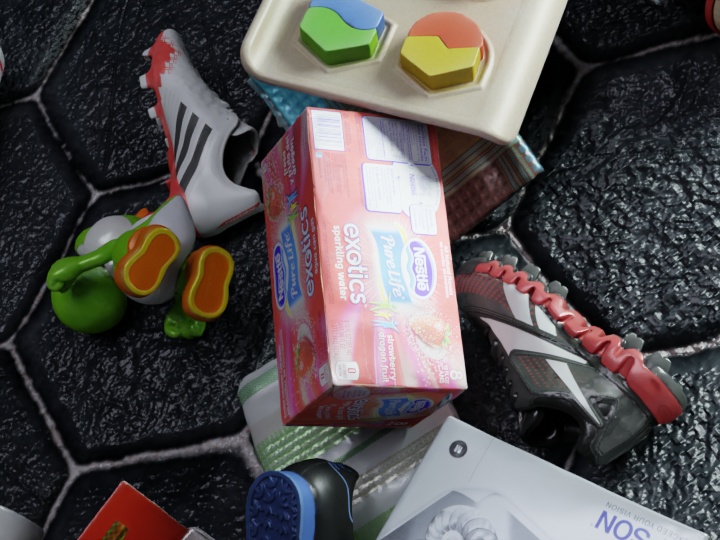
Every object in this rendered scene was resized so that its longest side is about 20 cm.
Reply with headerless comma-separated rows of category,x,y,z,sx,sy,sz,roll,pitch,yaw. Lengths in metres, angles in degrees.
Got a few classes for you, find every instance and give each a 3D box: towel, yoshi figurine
towel,0.004,0.126,1.261,0.149,0.031,0.200,-32,54,10
towel,0.022,-0.110,1.303,0.147,0.022,0.200,-39,83,25
yoshi figurine,-0.180,0.012,1.367,0.112,0.113,0.200,-24,14,-24

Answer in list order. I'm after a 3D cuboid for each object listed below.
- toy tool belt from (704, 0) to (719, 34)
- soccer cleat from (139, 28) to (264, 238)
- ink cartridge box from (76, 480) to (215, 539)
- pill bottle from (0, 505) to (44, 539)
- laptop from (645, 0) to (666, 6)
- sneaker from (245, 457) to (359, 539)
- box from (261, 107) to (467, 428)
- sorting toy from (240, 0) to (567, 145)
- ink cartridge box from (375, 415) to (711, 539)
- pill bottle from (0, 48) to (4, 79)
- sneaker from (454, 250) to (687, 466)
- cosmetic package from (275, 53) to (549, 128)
toy tool belt,0.343,-0.228,1.228,0.200,0.125,0.123,-50,44,-5
soccer cleat,-0.127,-0.117,1.450,0.085,0.069,0.200,-16,58,8
ink cartridge box,-0.159,0.257,1.171,0.044,0.174,0.200,31,79,37
pill bottle,-0.312,0.264,1.287,0.114,0.114,0.200,9,66,32
laptop,0.209,-0.279,1.344,0.187,0.116,0.200,-27,75,-26
sneaker,-0.040,0.223,1.181,0.070,0.078,0.201,19,105,37
box,0.000,0.000,1.212,0.095,0.102,0.201,137,131,-58
sorting toy,0.038,-0.190,1.238,0.199,0.037,0.185,17,63,10
ink cartridge box,0.093,0.219,1.129,0.199,0.041,0.200,22,75,27
pill bottle,-0.387,-0.119,1.557,0.108,0.109,0.201,-4,61,26
sneaker,0.121,0.062,1.203,0.098,0.071,0.200,-47,53,-7
cosmetic package,0.032,-0.177,1.360,0.199,0.087,0.103,-7,20,23
